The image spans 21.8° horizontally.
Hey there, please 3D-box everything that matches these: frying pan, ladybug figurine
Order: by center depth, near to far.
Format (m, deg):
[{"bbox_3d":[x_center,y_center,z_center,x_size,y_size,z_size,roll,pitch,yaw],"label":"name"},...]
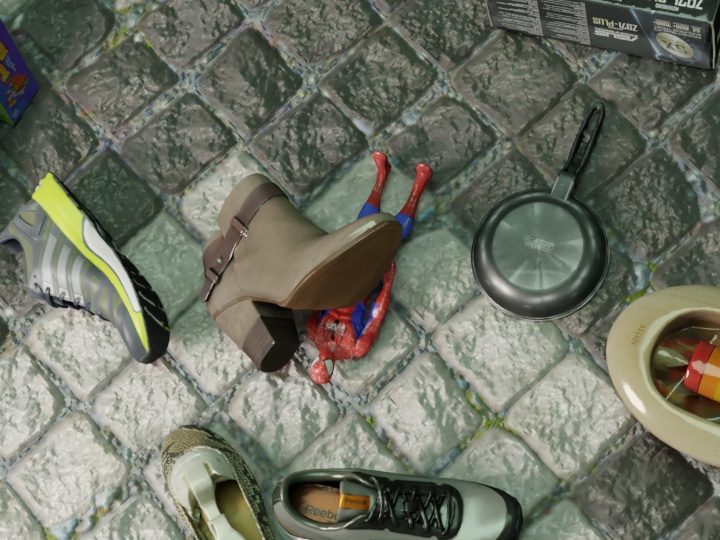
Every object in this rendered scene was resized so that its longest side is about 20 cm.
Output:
[{"bbox_3d":[0.284,0.089,1.434,0.199,0.072,0.136,26,76,19],"label":"ladybug figurine"},{"bbox_3d":[0.172,-0.043,1.531,0.115,0.031,0.190,42,84,20],"label":"frying pan"}]

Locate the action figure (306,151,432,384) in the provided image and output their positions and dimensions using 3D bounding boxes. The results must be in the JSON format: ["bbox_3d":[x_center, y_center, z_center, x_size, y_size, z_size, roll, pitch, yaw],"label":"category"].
[{"bbox_3d":[0.000,0.000,1.536,0.065,0.052,0.201,17,76,12],"label":"action figure"}]

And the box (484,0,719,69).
[{"bbox_3d":[0.220,-0.276,1.577,0.199,0.086,0.165,12,72,15],"label":"box"}]

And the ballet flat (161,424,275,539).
[{"bbox_3d":[-0.105,0.197,1.464,0.068,0.075,0.201,-31,67,1],"label":"ballet flat"}]

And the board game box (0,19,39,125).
[{"bbox_3d":[-0.391,-0.213,1.639,0.199,0.135,0.045,25,71,18],"label":"board game box"}]

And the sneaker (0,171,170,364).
[{"bbox_3d":[-0.231,0.011,1.567,0.081,0.074,0.200,-41,60,1],"label":"sneaker"}]

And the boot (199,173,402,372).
[{"bbox_3d":[-0.059,-0.021,1.502,0.200,0.070,0.147,-45,50,25],"label":"boot"}]

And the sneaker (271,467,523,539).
[{"bbox_3d":[0.025,0.190,1.441,0.199,0.079,0.074,2,68,10],"label":"sneaker"}]
